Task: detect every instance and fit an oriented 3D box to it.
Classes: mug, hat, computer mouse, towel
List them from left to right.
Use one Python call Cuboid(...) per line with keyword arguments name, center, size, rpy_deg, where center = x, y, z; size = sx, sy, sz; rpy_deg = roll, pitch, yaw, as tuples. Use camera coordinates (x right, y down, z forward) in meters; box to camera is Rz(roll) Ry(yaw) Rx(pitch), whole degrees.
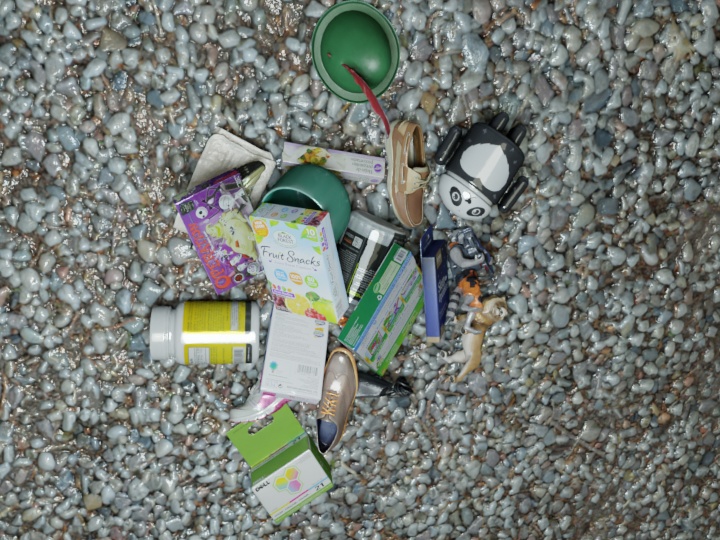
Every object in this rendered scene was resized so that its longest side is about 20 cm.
Cuboid(name="towel", center=(-0.247, -0.144, 1.161), size=(0.129, 0.035, 0.205), rpy_deg=(23, 100, -16))
Cuboid(name="mug", center=(-0.102, -0.106, 1.152), size=(0.182, 0.115, 0.153), rpy_deg=(-24, 113, 40))
Cuboid(name="computer mouse", center=(0.008, 0.227, 1.283), size=(0.193, 0.139, 0.055), rpy_deg=(-3, 85, 3))
Cuboid(name="hat", center=(0.015, -0.363, 1.077), size=(0.166, 0.176, 0.200), rpy_deg=(-46, 109, 4))

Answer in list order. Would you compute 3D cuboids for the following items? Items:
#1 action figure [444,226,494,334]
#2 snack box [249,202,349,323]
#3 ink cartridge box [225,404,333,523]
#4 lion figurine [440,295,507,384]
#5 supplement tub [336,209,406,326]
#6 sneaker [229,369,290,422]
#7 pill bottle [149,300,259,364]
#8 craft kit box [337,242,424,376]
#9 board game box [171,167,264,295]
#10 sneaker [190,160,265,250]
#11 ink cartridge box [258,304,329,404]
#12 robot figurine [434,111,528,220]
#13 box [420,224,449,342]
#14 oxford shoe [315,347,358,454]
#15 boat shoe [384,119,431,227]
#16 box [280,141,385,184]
Cuboid(name="action figure", center=(0.198, -0.001, 1.224), size=(0.102, 0.199, 0.200), rpy_deg=(-12, 150, 20))
Cuboid(name="snack box", center=(-0.105, -0.011, 1.107), size=(0.138, 0.053, 0.205), rpy_deg=(10, 129, 27))
Cuboid(name="ink cartridge box", center=(-0.167, 0.388, 1.301), size=(0.145, 0.076, 0.203), rpy_deg=(-31, 110, -2))
Cuboid(name="lion figurine", center=(0.234, 0.146, 1.325), size=(0.120, 0.072, 0.205), rpy_deg=(-6, 124, -38))
Cuboid(name="supplement tub", center=(0.000, 0.000, 1.204), size=(0.119, 0.123, 0.205), rpy_deg=(20, 100, -16))
Cuboid(name="sneaker", center=(-0.176, 0.233, 1.257), size=(0.196, 0.081, 0.090), rpy_deg=(-28, 82, 0))
Cuboid(name="pill bottle", center=(-0.287, 0.115, 1.182), size=(0.193, 0.114, 0.118), rpy_deg=(1, 105, -12))
Cuboid(name="craft kit box", center=(0.052, 0.079, 1.189), size=(0.203, 0.048, 0.198), rpy_deg=(-58, 151, -11))
Cuboid(name="board game box", center=(-0.231, -0.063, 1.093), size=(0.117, 0.032, 0.204), rpy_deg=(-25, 131, -10))
Cuboid(name="sneaker", center=(-0.220, -0.104, 1.132), size=(0.088, 0.077, 0.201), rpy_deg=(32, 105, -30))
Cuboid(name="ink cartridge box", center=(-0.124, 0.145, 1.221), size=(0.116, 0.042, 0.206), rpy_deg=(13, 64, -14))
Cuboid(name="robot figurine", center=(0.230, -0.194, 1.194), size=(0.203, 0.150, 0.124), rpy_deg=(-56, 143, 7))
Cuboid(name="box", center=(0.148, 0.022, 1.242), size=(0.031, 0.121, 0.207), rpy_deg=(-1, 107, 18))
Cuboid(name="oxford shoe", center=(-0.047, 0.249, 1.200), size=(0.069, 0.073, 0.207), rpy_deg=(9, 104, 10))
Cuboid(name="boat shoe", center=(0.094, -0.178, 1.188), size=(0.075, 0.071, 0.206), rpy_deg=(-27, 114, -40))
Cuboid(name="box", center=(-0.051, -0.199, 1.177), size=(0.193, 0.041, 0.040), rpy_deg=(7, 79, -14))
